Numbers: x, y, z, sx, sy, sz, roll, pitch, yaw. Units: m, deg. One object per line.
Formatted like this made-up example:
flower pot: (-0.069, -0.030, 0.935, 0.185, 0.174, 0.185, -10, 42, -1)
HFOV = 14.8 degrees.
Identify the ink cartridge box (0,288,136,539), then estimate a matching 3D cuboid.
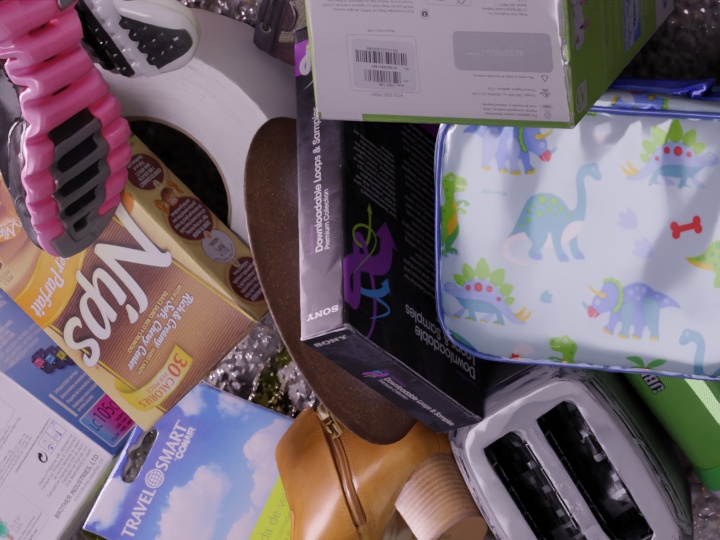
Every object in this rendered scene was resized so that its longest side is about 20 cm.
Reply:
ink cartridge box: (-0.253, 0.090, 1.808, 0.200, 0.076, 0.137, 36, 121, 2)

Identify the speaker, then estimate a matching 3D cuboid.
speaker: (0.188, 0.042, 1.598, 0.088, 0.088, 0.200, -34, 97, 31)

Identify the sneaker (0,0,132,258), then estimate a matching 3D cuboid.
sneaker: (-0.195, -0.105, 1.569, 0.095, 0.079, 0.200, 10, 119, 44)

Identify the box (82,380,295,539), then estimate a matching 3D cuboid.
box: (-0.058, 0.151, 1.722, 0.200, 0.122, 0.048, 20, 163, 23)

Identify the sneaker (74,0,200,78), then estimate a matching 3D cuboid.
sneaker: (-0.161, -0.171, 1.614, 0.200, 0.081, 0.075, 22, 153, 39)

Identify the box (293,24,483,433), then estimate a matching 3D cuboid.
box: (0.015, -0.025, 1.546, 0.036, 0.200, 0.143, -20, 146, 27)

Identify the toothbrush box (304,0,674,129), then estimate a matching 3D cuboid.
toothbrush box: (0.073, -0.150, 1.488, 0.145, 0.200, 0.086, 3, 116, 21)

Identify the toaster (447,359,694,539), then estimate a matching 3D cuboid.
toaster: (0.119, 0.108, 1.617, 0.114, 0.129, 0.200, -29, 102, 7)

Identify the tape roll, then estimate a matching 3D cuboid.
tape roll: (-0.113, -0.056, 1.686, 0.202, 0.071, 0.203, 9, 116, 18)

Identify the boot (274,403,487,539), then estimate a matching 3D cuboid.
boot: (-0.023, 0.162, 1.655, 0.201, 0.144, 0.071, -43, 137, 8)

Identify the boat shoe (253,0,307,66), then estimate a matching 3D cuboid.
boat shoe: (-0.028, -0.204, 1.583, 0.065, 0.072, 0.200, 14, 124, 11)

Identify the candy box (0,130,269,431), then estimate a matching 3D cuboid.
candy box: (-0.155, -0.015, 1.648, 0.200, 0.055, 0.115, 45, 121, -1)

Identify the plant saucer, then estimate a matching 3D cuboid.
plant saucer: (0.000, 0.000, 1.591, 0.037, 0.200, 0.201, -21, 104, 22)

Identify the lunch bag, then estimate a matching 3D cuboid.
lunch bag: (0.142, -0.028, 1.495, 0.200, 0.082, 0.161, 5, 107, 20)
